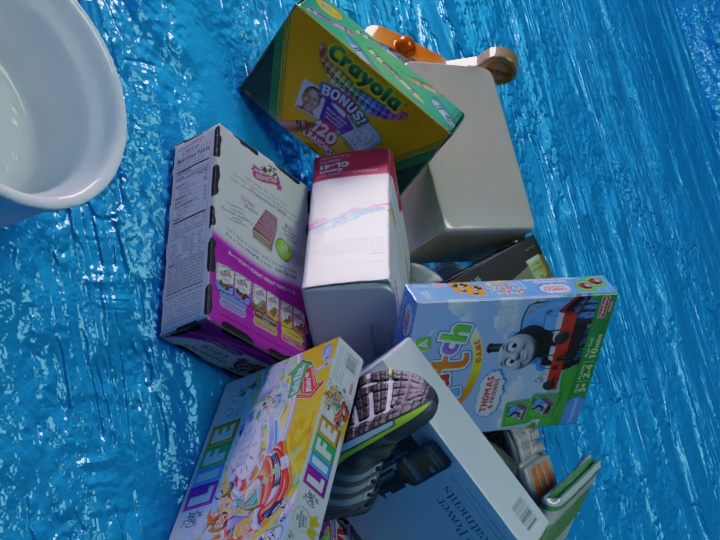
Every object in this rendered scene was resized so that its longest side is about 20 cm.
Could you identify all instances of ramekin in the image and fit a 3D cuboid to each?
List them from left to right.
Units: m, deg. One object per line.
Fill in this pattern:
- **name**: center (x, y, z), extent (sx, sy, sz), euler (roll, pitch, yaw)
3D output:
- **ramekin**: center (-0.269, -0.123, 0.771), extent (0.200, 0.098, 0.201), euler (35, 45, -44)

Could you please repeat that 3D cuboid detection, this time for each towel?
- **towel**: center (0.192, 0.303, 1.192), extent (0.023, 0.200, 0.153), euler (29, 23, 22)

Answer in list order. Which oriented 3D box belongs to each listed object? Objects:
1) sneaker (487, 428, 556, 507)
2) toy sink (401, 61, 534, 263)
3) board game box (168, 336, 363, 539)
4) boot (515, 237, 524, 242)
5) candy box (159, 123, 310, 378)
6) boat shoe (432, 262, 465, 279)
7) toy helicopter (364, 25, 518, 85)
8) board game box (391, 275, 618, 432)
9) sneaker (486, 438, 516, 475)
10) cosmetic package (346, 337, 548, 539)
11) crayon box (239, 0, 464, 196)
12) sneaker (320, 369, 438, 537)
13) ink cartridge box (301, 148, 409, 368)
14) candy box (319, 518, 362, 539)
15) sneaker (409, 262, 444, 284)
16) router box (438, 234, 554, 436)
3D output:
- **sneaker**: center (0.134, 0.172, 1.217), extent (0.078, 0.112, 0.200), euler (-6, 81, -49)
- **toy sink**: center (0.090, -0.117, 1.243), extent (0.130, 0.112, 0.200), euler (-3, 72, -35)
- **board game box**: center (-0.076, 0.155, 0.871), extent (0.034, 0.134, 0.200), euler (46, 37, -27)
- **boot**: center (0.147, -0.061, 1.410), extent (0.151, 0.073, 0.200), euler (48, 33, -34)
- **candy box**: center (-0.108, -0.012, 0.995), extent (0.136, 0.061, 0.200), euler (35, 45, -45)
- **boat shoe**: center (0.142, 0.060, 1.355), extent (0.200, 0.069, 0.057), euler (53, 15, -28)
- **toy helicopter**: center (0.084, -0.235, 1.299), extent (0.132, 0.200, 0.079), euler (63, 27, -45)
- **board game box**: center (0.123, 0.079, 1.007), extent (0.200, 0.151, 0.037), euler (-2, 32, -20)
- **sneaker**: center (0.062, 0.148, 1.089), extent (0.199, 0.076, 0.114), euler (18, 36, 0)
- **cosmetic package**: center (0.043, 0.178, 0.964), extent (0.200, 0.151, 0.052), euler (53, 41, 1)
- **crayon box**: center (-0.009, -0.172, 1.127), extent (0.200, 0.119, 0.058), euler (39, 34, -2)
- **sneaker**: center (-0.005, 0.154, 0.914), extent (0.081, 0.200, 0.074), euler (38, 32, -23)
- **ink cartridge box**: center (0.000, 0.000, 1.064), extent (0.200, 0.085, 0.148), euler (-85, 168, -49)
- **candy box**: center (-0.030, 0.277, 0.978), extent (0.102, 0.026, 0.200), euler (45, 38, -37)
- **sneaker**: center (0.066, 0.086, 1.218), extent (0.099, 0.078, 0.200), euler (-47, 132, -21)
- **router box**: center (0.153, 0.064, 1.159), extent (0.200, 0.052, 0.157), euler (-27, 91, -51)
